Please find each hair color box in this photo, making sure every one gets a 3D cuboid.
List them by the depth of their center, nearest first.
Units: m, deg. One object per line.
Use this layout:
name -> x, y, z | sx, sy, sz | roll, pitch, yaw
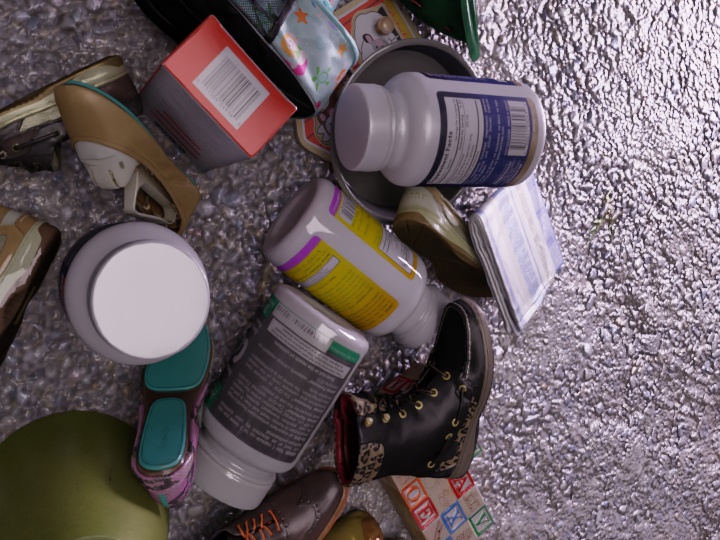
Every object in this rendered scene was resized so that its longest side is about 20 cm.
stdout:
hair color box -> -0.138, -0.148, 0.662 | 0.102, 0.199, 0.061 | 46, 75, -20

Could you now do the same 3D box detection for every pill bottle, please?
pill bottle -> -0.198, 0.018, 0.642 | 0.118, 0.199, 0.122 | -1, 92, -24
pill bottle -> -0.088, 0.126, 0.734 | 0.112, 0.113, 0.201 | 32, 91, -22
pill bottle -> 0.079, -0.141, 0.747 | 0.197, 0.111, 0.113 | -2, 93, -26
pill bottle -> 0.000, 0.000, 0.787 | 0.199, 0.104, 0.105 | 39, 77, -22

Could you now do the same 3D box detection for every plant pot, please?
plant pot -> -0.243, 0.236, 0.631 | 0.184, 0.199, 0.190 | -1, 93, -24

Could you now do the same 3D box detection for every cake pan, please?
cake pan -> 0.050, -0.152, 0.815 | 0.198, 0.037, 0.203 | -10, 112, -24

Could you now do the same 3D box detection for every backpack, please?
backpack -> -0.097, -0.241, 0.692 | 0.200, 0.177, 0.151 | 45, 76, -29

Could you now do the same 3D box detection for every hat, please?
hat -> 0.035, -0.322, 0.822 | 0.173, 0.167, 0.202 | -6, 124, 14

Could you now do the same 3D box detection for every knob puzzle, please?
knob puzzle -> 0.009, -0.200, 0.823 | 0.217, 0.030, 0.224 | -1, 93, -25

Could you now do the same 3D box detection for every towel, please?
towel -> 0.187, -0.030, 0.869 | 0.200, 0.024, 0.149 | -40, 111, -52

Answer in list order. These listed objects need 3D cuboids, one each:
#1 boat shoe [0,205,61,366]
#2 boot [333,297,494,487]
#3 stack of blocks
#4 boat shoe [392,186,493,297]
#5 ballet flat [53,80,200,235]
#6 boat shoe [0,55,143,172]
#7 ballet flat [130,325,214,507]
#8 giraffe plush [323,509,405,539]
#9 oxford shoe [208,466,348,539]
boat shoe -> -0.346, 0.038, 0.655 | 0.075, 0.072, 0.202 | 25, 74, -9
boot -> 0.053, 0.130, 0.757 | 0.149, 0.073, 0.203 | -2, 109, -28
stack of blocks -> 0.081, 0.226, 0.860 | 0.114, 0.058, 0.202 | -33, 105, -20
boat shoe -> 0.108, -0.031, 0.840 | 0.200, 0.072, 0.064 | 36, 58, -40
ballet flat -> -0.202, -0.088, 0.653 | 0.200, 0.068, 0.064 | 50, 49, -62
boat shoe -> -0.287, -0.119, 0.653 | 0.199, 0.072, 0.067 | -33, 108, -8
ballet flat -> -0.176, 0.133, 0.697 | 0.068, 0.201, 0.072 | 0, 129, -6
giraffe plush -> -0.003, 0.357, 0.769 | 0.198, 0.162, 0.175 | 24, 83, -24
oxford shoe -> -0.097, 0.270, 0.743 | 0.199, 0.073, 0.071 | -38, 68, -7
